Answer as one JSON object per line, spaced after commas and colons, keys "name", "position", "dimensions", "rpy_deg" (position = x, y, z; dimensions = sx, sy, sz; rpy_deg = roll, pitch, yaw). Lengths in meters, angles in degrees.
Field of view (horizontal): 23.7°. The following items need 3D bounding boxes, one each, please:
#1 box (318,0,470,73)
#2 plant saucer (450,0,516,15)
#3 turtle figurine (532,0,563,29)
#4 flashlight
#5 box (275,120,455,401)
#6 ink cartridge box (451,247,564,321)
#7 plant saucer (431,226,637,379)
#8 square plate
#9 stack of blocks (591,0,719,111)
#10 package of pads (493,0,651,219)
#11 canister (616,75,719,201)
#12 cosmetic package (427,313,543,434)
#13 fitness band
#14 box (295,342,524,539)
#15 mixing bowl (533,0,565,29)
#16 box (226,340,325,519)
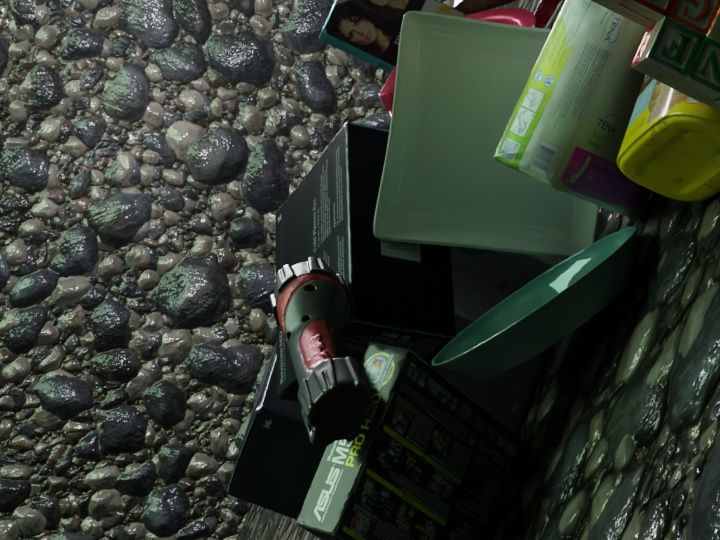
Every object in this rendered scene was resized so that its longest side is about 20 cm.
{"name": "box", "position": [0.064, -0.232, 1.732], "dimensions": [0.049, 0.199, 0.083], "rpy_deg": [168, 127, -84]}
{"name": "plant saucer", "position": [0.178, -0.315, 1.752], "dimensions": [0.199, 0.037, 0.200], "rpy_deg": [-22, 0, 0]}
{"name": "turtle figurine", "position": [0.208, -0.172, 1.526], "dimensions": [0.101, 0.148, 0.202], "rpy_deg": [-78, 0, -84]}
{"name": "flashlight", "position": [-0.028, 0.060, 1.368], "dimensions": [0.200, 0.067, 0.068], "rpy_deg": [-114, 12, -63]}
{"name": "box", "position": [0.000, 0.000, 1.572], "dimensions": [0.182, 0.103, 0.202], "rpy_deg": [135, 139, -55]}
{"name": "ink cartridge box", "position": [0.119, -0.012, 1.662], "dimensions": [0.200, 0.144, 0.088], "rpy_deg": [122, 171, -57]}
{"name": "plant saucer", "position": [0.149, 0.034, 1.389], "dimensions": [0.199, 0.036, 0.200], "rpy_deg": [-34, 2, 1]}
{"name": "square plate", "position": [0.119, -0.115, 1.471], "dimensions": [0.028, 0.196, 0.202], "rpy_deg": [-105, 22, -70]}
{"name": "stack of blocks", "position": [0.218, -0.181, 1.114], "dimensions": [0.116, 0.199, 0.059], "rpy_deg": [-64, 3, -1]}
{"name": "package of pads", "position": [0.200, -0.132, 1.366], "dimensions": [0.200, 0.068, 0.156], "rpy_deg": [11, -75, -61]}
{"name": "canister", "position": [0.263, -0.164, 1.240], "dimensions": [0.149, 0.086, 0.201], "rpy_deg": [130, 162, -70]}
{"name": "cosmetic package", "position": [0.078, 0.153, 1.554], "dimensions": [0.090, 0.106, 0.201], "rpy_deg": [131, 162, -66]}
{"name": "fitness band", "position": [0.099, -0.188, 1.624], "dimensions": [0.038, 0.143, 0.200], "rpy_deg": [66, -148, -28]}
{"name": "box", "position": [0.046, 0.173, 1.408], "dimensions": [0.044, 0.200, 0.161], "rpy_deg": [10, 70, 41]}
{"name": "mixing bowl", "position": [0.213, -0.193, 1.750], "dimensions": [0.200, 0.108, 0.201], "rpy_deg": [-90, 26, -77]}
{"name": "box", "position": [-0.028, 0.187, 1.925], "dimensions": [0.197, 0.198, 0.125], "rpy_deg": [-76, 7, -66]}
